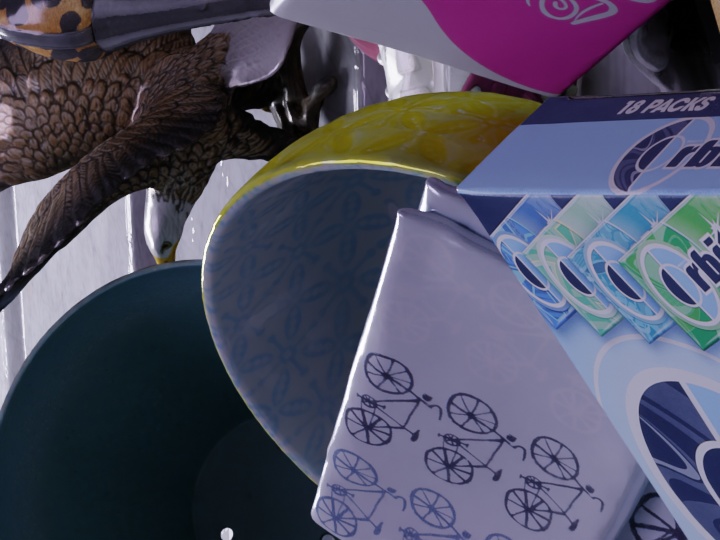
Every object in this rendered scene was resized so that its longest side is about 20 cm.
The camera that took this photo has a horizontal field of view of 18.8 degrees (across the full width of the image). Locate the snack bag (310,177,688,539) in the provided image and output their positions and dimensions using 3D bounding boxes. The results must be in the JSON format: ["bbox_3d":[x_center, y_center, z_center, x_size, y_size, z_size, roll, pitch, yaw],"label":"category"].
[{"bbox_3d":[0.083,0.078,0.692,0.199,0.021,0.189,30,143,9],"label":"snack bag"}]

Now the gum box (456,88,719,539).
[{"bbox_3d":[0.132,0.046,0.531,0.201,0.045,0.170,56,157,-20],"label":"gum box"}]

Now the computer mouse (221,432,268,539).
[{"bbox_3d":[-0.063,0.133,1.214,0.200,0.044,0.111,135,135,-68],"label":"computer mouse"}]

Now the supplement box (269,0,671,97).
[{"bbox_3d":[0.047,-0.170,0.653,0.101,0.103,0.202,142,141,-66],"label":"supplement box"}]

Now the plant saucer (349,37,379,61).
[{"bbox_3d":[0.008,-0.178,0.909,0.200,0.050,0.202,172,90,-68],"label":"plant saucer"}]

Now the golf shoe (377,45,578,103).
[{"bbox_3d":[0.035,-0.096,0.818,0.091,0.075,0.201,30,122,40],"label":"golf shoe"}]

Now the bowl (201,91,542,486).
[{"bbox_3d":[0.057,0.008,0.745,0.199,0.108,0.201,22,141,19],"label":"bowl"}]

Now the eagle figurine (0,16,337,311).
[{"bbox_3d":[-0.111,-0.060,1.049,0.152,0.198,0.152,167,95,-68],"label":"eagle figurine"}]

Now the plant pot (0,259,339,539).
[{"bbox_3d":[-0.060,0.107,1.044,0.135,0.199,0.202,34,-141,-68],"label":"plant pot"}]

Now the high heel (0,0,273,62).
[{"bbox_3d":[-0.106,-0.175,1.035,0.201,0.141,0.072,-95,-5,-50],"label":"high heel"}]

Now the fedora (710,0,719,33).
[{"bbox_3d":[0.166,-0.054,0.471,0.200,0.082,0.201,41,158,20],"label":"fedora"}]

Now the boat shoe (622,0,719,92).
[{"bbox_3d":[0.110,-0.085,0.663,0.074,0.065,0.201,107,148,-48],"label":"boat shoe"}]
